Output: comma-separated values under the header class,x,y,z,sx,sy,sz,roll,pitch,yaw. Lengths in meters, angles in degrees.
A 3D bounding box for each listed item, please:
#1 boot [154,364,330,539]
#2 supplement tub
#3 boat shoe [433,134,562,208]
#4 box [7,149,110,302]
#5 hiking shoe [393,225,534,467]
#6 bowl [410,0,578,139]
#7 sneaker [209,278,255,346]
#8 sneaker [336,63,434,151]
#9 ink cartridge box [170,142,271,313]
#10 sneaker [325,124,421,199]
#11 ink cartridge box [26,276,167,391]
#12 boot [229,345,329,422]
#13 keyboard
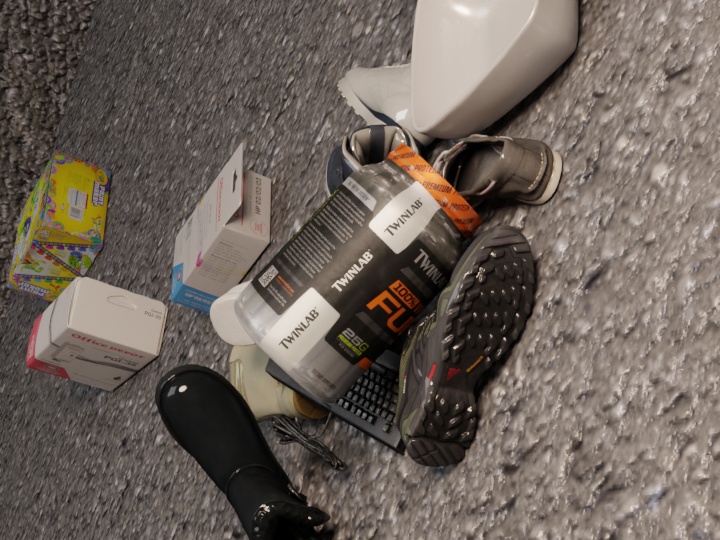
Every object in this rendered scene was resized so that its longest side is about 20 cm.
class,x,y,z,sx,sy,sz,roll,pitch,yaw
boot,-0.103,0.187,1.188,0.076,0.201,0.168,-37,21,-8
supplement tub,0.000,0.000,1.073,0.200,0.122,0.123,-47,26,1
boat shoe,0.099,-0.090,1.115,0.199,0.056,0.068,5,76,65
box,-0.575,-0.080,2.467,0.193,0.121,0.202,-48,32,39
hiking shoe,0.070,0.050,1.045,0.202,0.075,0.101,-67,27,9
bowl,0.124,-0.223,1.147,0.200,0.074,0.202,-40,37,47
sneaker,-0.043,0.022,1.209,0.198,0.076,0.089,-1,28,30
sneaker,0.038,-0.175,1.315,0.081,0.076,0.200,-52,30,7
ink cartridge box,-0.168,-0.051,1.643,0.200,0.067,0.116,-49,31,39
sneaker,0.010,-0.096,1.219,0.203,0.076,0.147,-111,12,-46
ink cartridge box,-0.391,0.097,1.904,0.200,0.145,0.084,-34,43,53
boot,-0.072,0.058,1.341,0.154,0.071,0.203,-17,60,56
keyboard,-0.025,0.118,1.187,0.199,0.020,0.129,23,93,47
